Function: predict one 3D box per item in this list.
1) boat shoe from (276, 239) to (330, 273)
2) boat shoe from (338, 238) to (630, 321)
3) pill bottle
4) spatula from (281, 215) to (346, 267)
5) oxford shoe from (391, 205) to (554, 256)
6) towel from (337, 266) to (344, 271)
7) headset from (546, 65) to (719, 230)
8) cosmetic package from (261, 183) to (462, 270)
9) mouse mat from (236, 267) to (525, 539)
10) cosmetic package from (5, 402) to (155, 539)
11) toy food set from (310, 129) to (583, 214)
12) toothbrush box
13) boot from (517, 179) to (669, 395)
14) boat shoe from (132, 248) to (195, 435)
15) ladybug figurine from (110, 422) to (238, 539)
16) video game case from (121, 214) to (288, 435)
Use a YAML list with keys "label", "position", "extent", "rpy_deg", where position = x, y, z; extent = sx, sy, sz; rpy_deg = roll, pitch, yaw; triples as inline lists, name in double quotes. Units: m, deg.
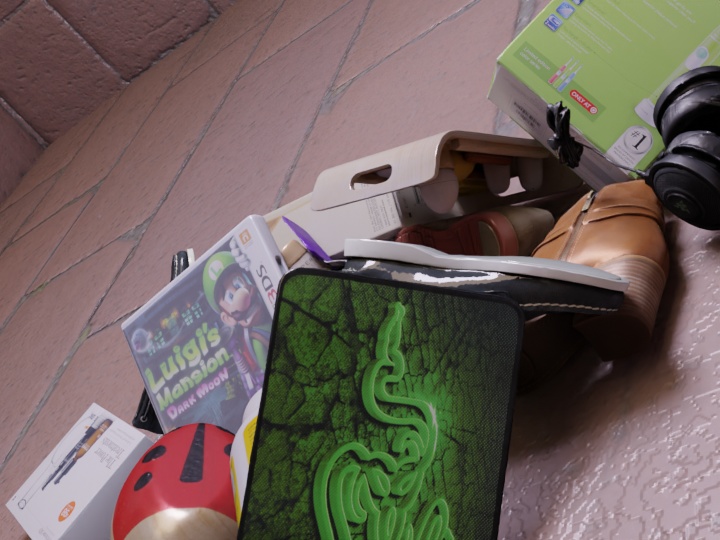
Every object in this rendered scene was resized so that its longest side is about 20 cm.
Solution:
- label: "boat shoe"
  position: [-0.105, 0.020, 1.064]
  extent: [0.200, 0.069, 0.074]
  rpy_deg: [-27, 14, 43]
- label: "boat shoe"
  position: [0.080, 0.017, 0.727]
  extent: [0.199, 0.076, 0.061]
  rpy_deg: [7, 92, 28]
- label: "pill bottle"
  position: [-0.038, 0.156, 0.781]
  extent: [0.111, 0.111, 0.200]
  rpy_deg: [-40, 23, 5]
- label: "spatula"
  position: [0.000, 0.000, 0.984]
  extent: [0.200, 0.056, 0.021]
  rpy_deg: [29, 87, 33]
- label: "oxford shoe"
  position: [0.095, -0.017, 0.956]
  extent: [0.074, 0.071, 0.200]
  rpy_deg: [-19, 6, -28]
- label: "towel"
  position: [-0.077, 0.073, 1.072]
  extent: [0.200, 0.050, 0.148]
  rpy_deg: [-31, 11, 28]
- label: "headset"
  position: [0.234, -0.094, 0.751]
  extent: [0.199, 0.094, 0.124]
  rpy_deg: [-3, 52, 25]
- label: "cosmetic package"
  position: [-0.008, -0.049, 1.087]
  extent: [0.200, 0.071, 0.105]
  rpy_deg: [-21, -9, 39]
- label: "mouse mat"
  position: [0.013, 0.104, 0.672]
  extent: [0.008, 0.160, 0.201]
  rpy_deg: [68, -150, -82]
- label: "cosmetic package"
  position: [-0.294, 0.229, 1.154]
  extent: [0.151, 0.052, 0.200]
  rpy_deg: [-53, 25, -16]
- label: "toy food set"
  position: [0.077, -0.070, 0.927]
  extent: [0.143, 0.200, 0.061]
  rpy_deg: [-12, 81, 45]
- label: "toothbrush box"
  position: [0.223, -0.178, 0.873]
  extent: [0.200, 0.146, 0.086]
  rpy_deg: [-47, -9, -7]
- label: "boot"
  position: [0.137, 0.011, 0.809]
  extent: [0.199, 0.074, 0.155]
  rpy_deg: [-13, 37, 30]
- label: "boat shoe"
  position: [-0.204, 0.075, 1.109]
  extent: [0.075, 0.066, 0.200]
  rpy_deg: [-119, 35, -71]
- label: "ladybug figurine"
  position: [-0.134, 0.186, 0.873]
  extent: [0.135, 0.072, 0.200]
  rpy_deg: [-2, 24, -6]
- label: "video game case"
  position: [-0.127, 0.078, 1.003]
  extent: [0.200, 0.182, 0.023]
  rpy_deg: [-37, -22, 27]
